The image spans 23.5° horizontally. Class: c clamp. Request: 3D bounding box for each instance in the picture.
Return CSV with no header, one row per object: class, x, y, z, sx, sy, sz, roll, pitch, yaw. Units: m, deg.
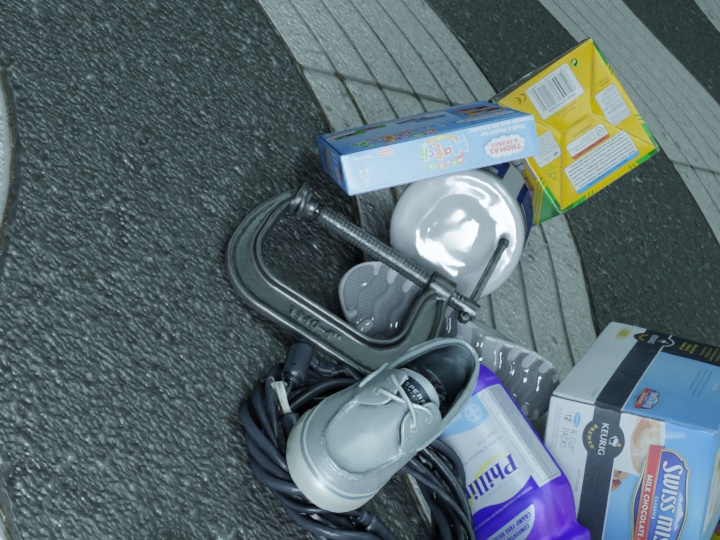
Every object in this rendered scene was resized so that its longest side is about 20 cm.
c clamp,0.000,0.000,1.299,0.199,0.027,0.172,28,55,-7

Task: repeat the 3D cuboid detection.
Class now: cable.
cable,0.006,0.141,1.175,0.200,0.051,0.163,46,26,-8

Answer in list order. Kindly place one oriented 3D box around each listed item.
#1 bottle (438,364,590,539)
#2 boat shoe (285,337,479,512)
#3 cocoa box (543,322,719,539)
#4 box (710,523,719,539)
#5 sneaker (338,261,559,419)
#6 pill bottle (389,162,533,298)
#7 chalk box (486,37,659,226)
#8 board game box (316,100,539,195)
bottle,0.112,0.168,1.267,0.201,0.083,0.065,57,27,13
boat shoe,0.020,0.091,1.143,0.070,0.072,0.201,48,31,5
cocoa box,0.228,0.140,1.374,0.130,0.135,0.200,13,18,18
box,0.324,0.327,1.343,0.193,0.122,0.200,44,26,-12
sneaker,0.060,0.059,1.376,0.199,0.075,0.082,33,-6,-19
pill bottle,0.090,-0.044,1.470,0.111,0.111,0.200,48,13,-1
chalk box,0.165,-0.116,1.631,0.124,0.124,0.200,57,-17,-2
board game box,0.049,-0.101,1.385,0.200,0.150,0.037,-128,-154,-80
